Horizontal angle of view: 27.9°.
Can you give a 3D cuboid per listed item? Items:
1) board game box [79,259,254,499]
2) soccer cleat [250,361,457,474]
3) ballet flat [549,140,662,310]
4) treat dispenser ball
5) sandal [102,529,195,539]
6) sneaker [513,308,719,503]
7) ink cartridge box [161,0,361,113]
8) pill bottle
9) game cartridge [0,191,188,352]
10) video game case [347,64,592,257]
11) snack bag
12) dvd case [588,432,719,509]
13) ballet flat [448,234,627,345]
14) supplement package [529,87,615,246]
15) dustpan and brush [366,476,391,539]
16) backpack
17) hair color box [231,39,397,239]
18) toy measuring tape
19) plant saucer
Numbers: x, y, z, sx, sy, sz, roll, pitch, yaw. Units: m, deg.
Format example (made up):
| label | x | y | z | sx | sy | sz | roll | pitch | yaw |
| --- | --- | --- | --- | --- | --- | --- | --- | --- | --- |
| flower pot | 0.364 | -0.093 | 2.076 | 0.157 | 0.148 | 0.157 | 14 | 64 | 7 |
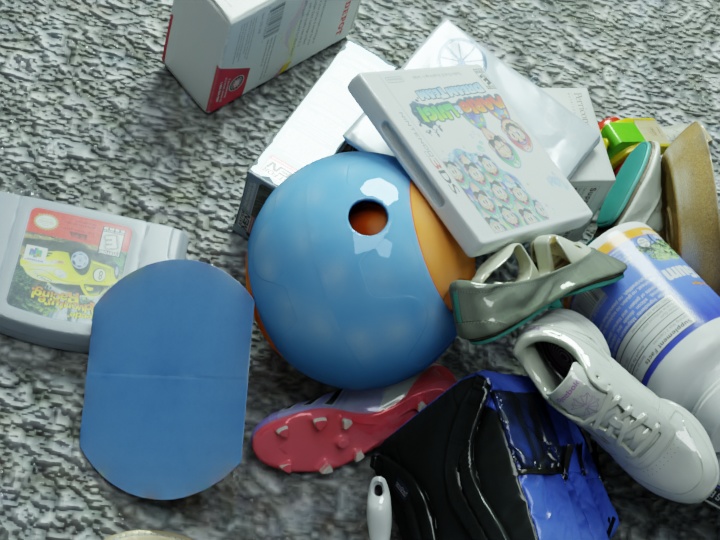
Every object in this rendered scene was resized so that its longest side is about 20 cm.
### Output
| label | x | y | z | sx | sy | sz | roll | pitch | yaw |
| --- | --- | --- | --- | --- | --- | --- | --- | --- | --- |
| board game box | -0.157 | 0.093 | 1.233 | 0.156 | 0.039 | 0.203 | 0 | 79 | 22 |
| soccer cleat | -0.006 | 0.126 | 1.284 | 0.198 | 0.067 | 0.077 | -14 | 30 | -15 |
| ballet flat | 0.254 | -0.027 | 1.413 | 0.069 | 0.069 | 0.201 | 28 | 84 | 5 |
| treat dispenser ball | 0.000 | 0.000 | 1.240 | 0.198 | 0.202 | 0.203 | 7 | 57 | -10 |
| sandal | -0.117 | 0.251 | 1.161 | 0.210 | 0.070 | 0.078 | 23 | 55 | 1 |
| sneaker | 0.198 | 0.116 | 1.163 | 0.200 | 0.075 | 0.099 | 43 | 23 | 19 |
| ink cartridge box | -0.092 | -0.267 | 1.450 | 0.199 | 0.148 | 0.086 | -36 | 73 | -31 |
| pill bottle | 0.277 | 0.060 | 1.287 | 0.111 | 0.113 | 0.200 | -22 | 54 | -26 |
| game cartridge | -0.261 | 0.006 | 1.301 | 0.197 | 0.041 | 0.135 | 11 | 60 | -8 |
| video game case | 0.099 | -0.101 | 1.255 | 0.199 | 0.024 | 0.183 | -14 | 64 | -53 |
| snack bag | 0.109 | -0.124 | 1.346 | 0.199 | 0.021 | 0.189 | 36 | 58 | 4 |
| dvd case | 0.289 | 0.153 | 1.295 | 0.199 | 0.025 | 0.151 | 29 | 21 | -6 |
| ballet flat | 0.150 | 0.003 | 1.200 | 0.199 | 0.067 | 0.064 | -22 | 96 | -40 |
| supplement package | 0.128 | -0.100 | 1.419 | 0.197 | 0.118 | 0.118 | -2 | 58 | -16 |
| dustpan and brush | 0.016 | 0.267 | 1.145 | 0.138 | 0.057 | 0.203 | -2 | 92 | 7 |
| backpack | 0.131 | 0.205 | 1.200 | 0.166 | 0.163 | 0.202 | 8 | 52 | -34 |
| hair color box | -0.043 | -0.118 | 1.397 | 0.060 | 0.099 | 0.201 | 31 | 56 | 5 |
| toy measuring tape | 0.292 | -0.124 | 1.525 | 0.199 | 0.074 | 0.074 | -6 | 57 | -44 |
| plant saucer | 0.313 | -0.041 | 1.392 | 0.035 | 0.201 | 0.202 | -5 | 58 | 5 |
